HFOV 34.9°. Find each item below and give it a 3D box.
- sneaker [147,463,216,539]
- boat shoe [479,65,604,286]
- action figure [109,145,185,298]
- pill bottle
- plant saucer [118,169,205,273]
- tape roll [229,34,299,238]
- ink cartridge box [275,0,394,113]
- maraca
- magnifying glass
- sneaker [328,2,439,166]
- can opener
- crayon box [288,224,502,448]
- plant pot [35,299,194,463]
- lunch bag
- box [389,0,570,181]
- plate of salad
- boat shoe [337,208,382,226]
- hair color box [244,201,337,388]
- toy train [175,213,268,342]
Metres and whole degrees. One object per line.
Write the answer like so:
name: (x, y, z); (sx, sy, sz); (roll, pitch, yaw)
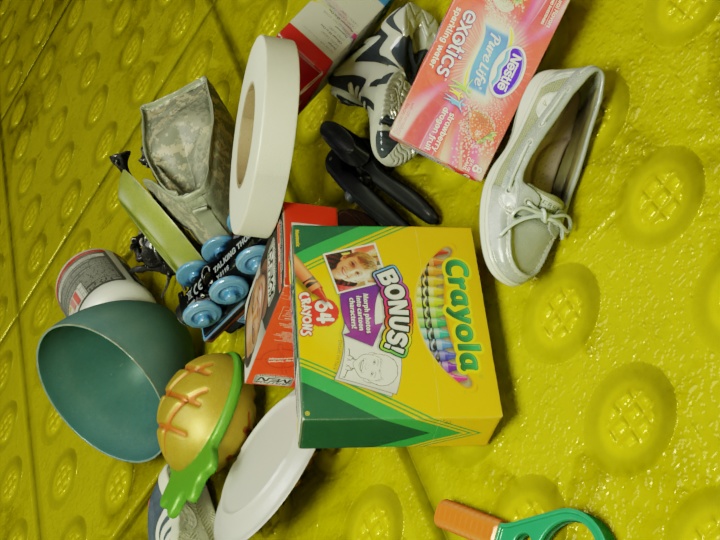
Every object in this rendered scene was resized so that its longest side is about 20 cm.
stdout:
sneaker: (-0.197, 0.311, 1.274); (0.085, 0.074, 0.201); (-60, 28, 22)
boat shoe: (0.161, -0.085, 0.998); (0.064, 0.074, 0.205); (-2, 63, 58)
action figure: (-0.273, -0.071, 1.568); (0.117, 0.102, 0.203); (-13, 98, 19)
pill bottle: (-0.344, 0.055, 1.579); (0.117, 0.115, 0.200); (-62, 34, 7)
plant saucer: (-0.240, -0.037, 1.420); (0.031, 0.201, 0.200); (-40, 33, -9)
tape roll: (-0.100, -0.135, 1.167); (0.203, 0.036, 0.207); (-173, 90, -75)
ink cartridge box: (-0.048, -0.253, 1.287); (0.201, 0.067, 0.116); (-50, 2, -26)
maraca: (-0.175, 0.178, 1.269); (0.137, 0.106, 0.202); (-44, 26, 41)
magnifying glass: (0.128, 0.219, 0.916); (0.199, 0.022, 0.081); (8, 78, 54)
sneaker: (0.017, -0.184, 1.248); (0.129, 0.079, 0.203); (-27, 51, 47)
can opener: (0.016, -0.085, 1.211); (0.064, 0.078, 0.200); (-54, 47, 15)
crayon box: (0.025, 0.055, 1.017); (0.059, 0.169, 0.203); (100, 167, -54)
plant pot: (-0.282, 0.116, 1.422); (0.199, 0.201, 0.135); (-28, 13, 43)
lunch bag: (-0.185, -0.099, 1.387); (0.116, 0.165, 0.202); (-23, 46, 8)
box: (0.113, -0.195, 1.075); (0.202, 0.101, 0.095); (-63, 2, 5)
plate of salad: (-0.085, 0.203, 1.188); (0.200, 0.048, 0.201); (-48, 17, 20)
boat shoe: (0.000, 0.001, 1.175); (0.072, 0.067, 0.202); (-49, 38, 25)
hair color box: (-0.074, 0.030, 1.180); (0.201, 0.060, 0.103); (115, 156, -53)
toy train: (-0.128, 0.006, 1.307); (0.200, 0.113, 0.088); (-43, 47, 32)
